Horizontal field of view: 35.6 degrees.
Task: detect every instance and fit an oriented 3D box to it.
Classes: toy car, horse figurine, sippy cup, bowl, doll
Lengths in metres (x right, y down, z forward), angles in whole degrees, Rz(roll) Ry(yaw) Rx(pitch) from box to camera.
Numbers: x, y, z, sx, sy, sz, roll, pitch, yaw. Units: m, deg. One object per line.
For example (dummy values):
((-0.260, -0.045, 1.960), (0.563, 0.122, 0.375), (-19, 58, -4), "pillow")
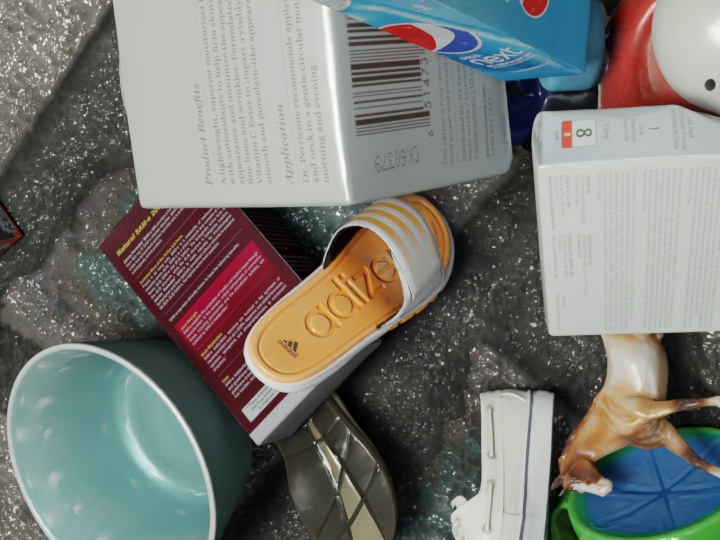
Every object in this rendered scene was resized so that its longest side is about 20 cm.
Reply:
((0.211, -0.113, 0.653), (0.182, 0.200, 0.179), (-1, 83, -2), "toy car")
((0.205, 0.061, 0.771), (0.132, 0.050, 0.202), (-3, 78, 47), "horse figurine")
((0.228, 0.200, 0.782), (0.139, 0.178, 0.131), (-27, 106, -11), "sippy cup")
((-0.161, 0.133, 0.854), (0.199, 0.105, 0.203), (12, 114, 28), "bowl")
((0.138, -0.121, 0.778), (0.198, 0.048, 0.138), (21, 94, 8), "doll")

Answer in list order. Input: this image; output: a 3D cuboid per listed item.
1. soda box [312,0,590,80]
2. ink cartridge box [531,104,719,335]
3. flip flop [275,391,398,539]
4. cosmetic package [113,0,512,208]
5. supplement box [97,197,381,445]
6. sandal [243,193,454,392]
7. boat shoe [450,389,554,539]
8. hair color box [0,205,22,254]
((0.049, -0.162, 0.613), (0.064, 0.199, 0.069), (2, 85, 43), "soda box")
((0.202, -0.028, 0.648), (0.198, 0.051, 0.163), (-4, 141, 9), "ink cartridge box")
((-0.033, 0.129, 0.868), (0.081, 0.057, 0.201), (-41, 74, 16), "flip flop")
((-0.032, -0.132, 0.722), (0.199, 0.164, 0.167), (4, 103, 42), "cosmetic package")
((-0.091, 0.016, 0.830), (0.109, 0.061, 0.200), (-45, 75, 15), "supplement box")
((0.006, 0.006, 0.761), (0.079, 0.207, 0.059), (41, 142, 8), "sandal")
((0.098, 0.179, 0.797), (0.069, 0.071, 0.202), (3, 68, 12), "boat shoe")
((-0.389, -0.011, 0.920), (0.199, 0.064, 0.111), (-36, 90, 18), "hair color box")
